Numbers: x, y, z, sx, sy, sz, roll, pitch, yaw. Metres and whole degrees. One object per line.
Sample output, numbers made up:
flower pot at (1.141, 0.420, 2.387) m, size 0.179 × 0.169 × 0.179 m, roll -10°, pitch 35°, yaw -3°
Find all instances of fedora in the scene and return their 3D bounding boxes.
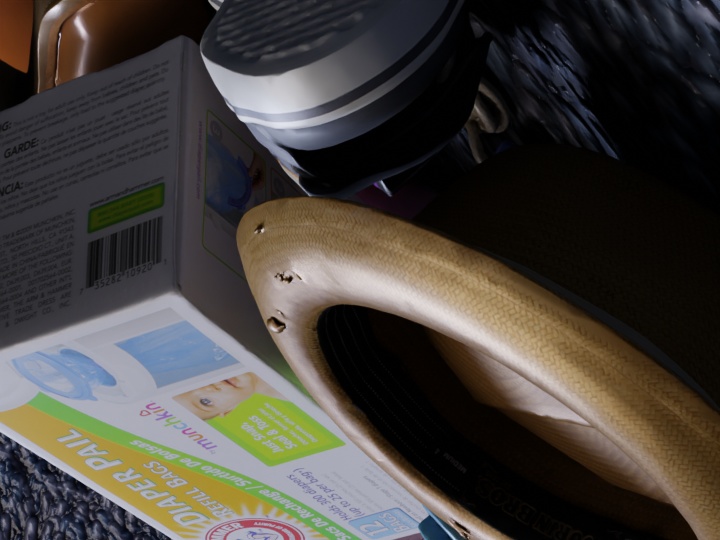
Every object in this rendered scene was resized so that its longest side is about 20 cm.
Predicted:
fedora at (0.059, 0.023, 0.586) m, size 0.200 × 0.082 × 0.201 m, roll 34°, pitch 161°, yaw 14°

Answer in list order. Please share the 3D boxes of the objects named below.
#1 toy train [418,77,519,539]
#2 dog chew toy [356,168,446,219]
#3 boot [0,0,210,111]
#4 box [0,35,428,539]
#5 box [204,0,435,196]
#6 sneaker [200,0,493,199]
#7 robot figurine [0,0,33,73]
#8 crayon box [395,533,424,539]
toy train at (0.026, 0.008, 0.703) m, size 0.200 × 0.116 × 0.085 m, roll 48°, pitch 176°, yaw 3°
dog chew toy at (0.000, 0.000, 0.973) m, size 0.125 × 0.124 × 0.200 m, roll 50°, pitch -176°, yaw -29°
boot at (-0.064, -0.069, 0.796) m, size 0.155 × 0.200 × 0.077 m, roll 29°, pitch -151°, yaw -32°
box at (-0.052, 0.023, 0.774) m, size 0.200 × 0.112 × 0.102 m, roll 41°, pitch -140°, yaw -47°
box at (-0.049, -0.119, 0.913) m, size 0.143 × 0.036 × 0.200 m, roll 52°, pitch 174°, yaw -27°
sneaker at (0.001, -0.060, 0.599) m, size 0.080 × 0.078 × 0.200 m, roll 60°, pitch -177°, yaw -19°
robot figurine at (-0.135, -0.092, 0.924) m, size 0.200 × 0.116 × 0.145 m, roll 17°, pitch 137°, yaw 62°
crayon box at (0.044, 0.100, 0.996) m, size 0.058 × 0.173 × 0.200 m, roll 46°, pitch 178°, yaw -39°
